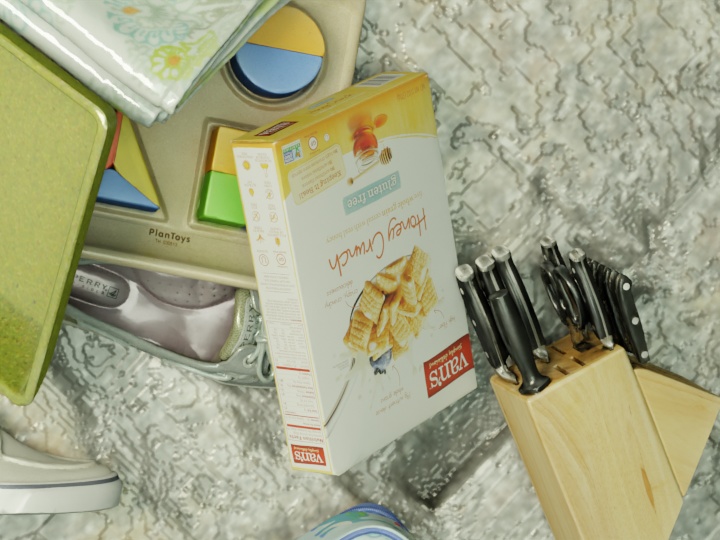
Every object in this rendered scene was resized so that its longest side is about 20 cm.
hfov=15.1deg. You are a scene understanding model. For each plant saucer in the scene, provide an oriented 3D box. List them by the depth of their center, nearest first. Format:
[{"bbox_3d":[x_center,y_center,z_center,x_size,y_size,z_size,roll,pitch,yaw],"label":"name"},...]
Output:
[{"bbox_3d":[-0.213,-0.060,1.498,0.200,0.048,0.200,37,127,25],"label":"plant saucer"}]

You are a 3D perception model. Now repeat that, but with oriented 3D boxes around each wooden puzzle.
[{"bbox_3d":[-0.097,-0.097,1.558,0.185,0.046,0.200,11,81,-10],"label":"wooden puzzle"}]

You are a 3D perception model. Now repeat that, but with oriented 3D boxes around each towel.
[{"bbox_3d":[-0.137,-0.188,1.503,0.200,0.048,0.171,38,50,3],"label":"towel"}]

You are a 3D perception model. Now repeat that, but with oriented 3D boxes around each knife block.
[{"bbox_3d":[0.116,0.087,1.618,0.175,0.064,0.200,19,94,-20],"label":"knife block"}]

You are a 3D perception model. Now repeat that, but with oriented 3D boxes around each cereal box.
[{"bbox_3d":[0.000,0.000,1.562,0.144,0.039,0.200,-29,115,-46],"label":"cereal box"}]

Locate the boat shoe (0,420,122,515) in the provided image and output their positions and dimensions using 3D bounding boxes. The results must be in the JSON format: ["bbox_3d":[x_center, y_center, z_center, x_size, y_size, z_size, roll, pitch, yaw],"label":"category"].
[{"bbox_3d":[-0.237,0.105,1.577,0.200,0.071,0.070,4,88,-9],"label":"boat shoe"}]

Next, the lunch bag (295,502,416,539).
[{"bbox_3d":[0.006,0.252,1.626,0.161,0.082,0.200,-36,101,-2],"label":"lunch bag"}]

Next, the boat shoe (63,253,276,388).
[{"bbox_3d":[-0.097,0.026,1.589,0.202,0.065,0.075,18,95,-11],"label":"boat shoe"}]
